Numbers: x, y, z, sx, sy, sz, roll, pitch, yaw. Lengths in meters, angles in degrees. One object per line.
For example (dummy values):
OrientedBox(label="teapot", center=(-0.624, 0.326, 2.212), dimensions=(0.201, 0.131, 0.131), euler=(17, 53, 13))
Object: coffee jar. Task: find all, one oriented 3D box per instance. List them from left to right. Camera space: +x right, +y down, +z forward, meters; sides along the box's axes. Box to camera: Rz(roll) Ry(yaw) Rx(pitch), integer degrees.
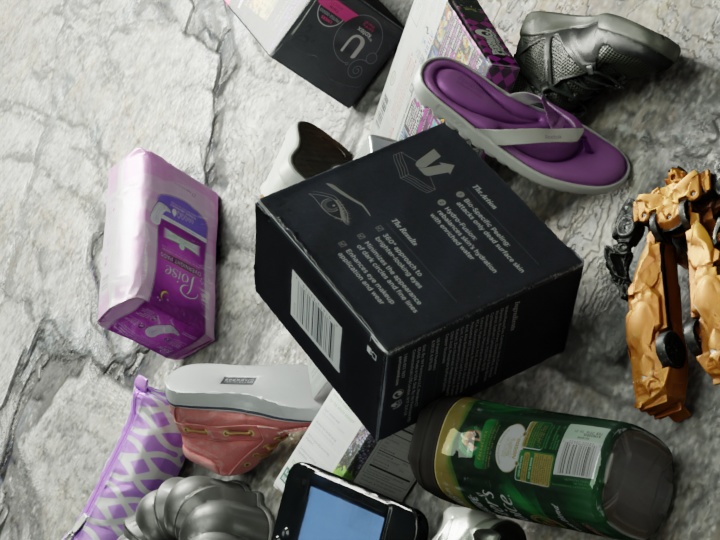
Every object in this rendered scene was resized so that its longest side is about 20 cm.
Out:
OrientedBox(label="coffee jar", center=(0.137, 0.153, 1.487), dimensions=(0.199, 0.104, 0.086), euler=(6, 74, 43))

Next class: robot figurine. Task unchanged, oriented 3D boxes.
OrientedBox(label="robot figurine", center=(0.259, 0.011, 1.491), dimensions=(0.145, 0.058, 0.201), euler=(-24, 52, 39))

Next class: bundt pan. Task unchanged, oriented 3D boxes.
OrientedBox(label="bundt pan", center=(-0.174, 0.285, 1.812), dimensions=(0.201, 0.076, 0.203), euler=(-28, 48, 37))

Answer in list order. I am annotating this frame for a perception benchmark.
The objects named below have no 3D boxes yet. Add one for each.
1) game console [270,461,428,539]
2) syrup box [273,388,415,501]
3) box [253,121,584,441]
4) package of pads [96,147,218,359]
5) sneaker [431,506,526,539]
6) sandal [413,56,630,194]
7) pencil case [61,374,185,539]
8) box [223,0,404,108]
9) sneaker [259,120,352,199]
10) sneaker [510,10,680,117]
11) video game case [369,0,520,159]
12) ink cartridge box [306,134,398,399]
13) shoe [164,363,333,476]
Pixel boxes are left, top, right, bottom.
OrientedBox(label="game console", center=(-0.059, 0.252, 1.542), dimensions=(0.200, 0.116, 0.177), euler=(15, 91, 55))
OrientedBox(label="syrup box", center=(0.018, 0.135, 1.676), dimensions=(0.201, 0.081, 0.079), euler=(-59, 39, 6))
OrientedBox(label="box", center=(0.045, 0.005, 1.577), dimensions=(0.197, 0.199, 0.118), euler=(49, 151, 34))
OrientedBox(label="package of pads", center=(-0.212, -0.019, 2.008), dimensions=(0.075, 0.120, 0.201), euler=(-28, 48, 36))
OrientedBox(label="sneaker", center=(0.056, 0.284, 1.551), dimensions=(0.088, 0.074, 0.201), euler=(18, 72, 52))
OrientedBox(label="sandal", center=(0.139, -0.126, 1.609), dimensions=(0.050, 0.202, 0.083), euler=(116, 179, -51))
OrientedBox(label="pencil case", center=(-0.234, 0.212, 1.920), dimensions=(0.084, 0.085, 0.201), euler=(16, 80, 58))
OrientedBox(label="box", center=(-0.058, -0.278, 1.987), dimensions=(0.106, 0.122, 0.200), euler=(-51, 39, 12))
OrientedBox(label="sneaker", center=(-0.064, -0.088, 1.859), dimensions=(0.085, 0.073, 0.200), euler=(-51, 1, 19))
OrientedBox(label="sneaker", center=(0.196, -0.165, 1.662), dimensions=(0.199, 0.076, 0.115), euler=(12, 79, 55))
OrientedBox(label="video game case", center=(0.073, -0.155, 1.763), dimensions=(0.182, 0.036, 0.201), euler=(-115, 35, -48))
OrientedBox(label="ink cartridge box", center=(0.000, 0.000, 1.764), dimensions=(0.160, 0.047, 0.201), euler=(-53, 32, 44))
OrientedBox(label="shoe", center=(-0.090, 0.144, 1.813), dimensions=(0.199, 0.092, 0.072), euler=(2, 30, 24))
